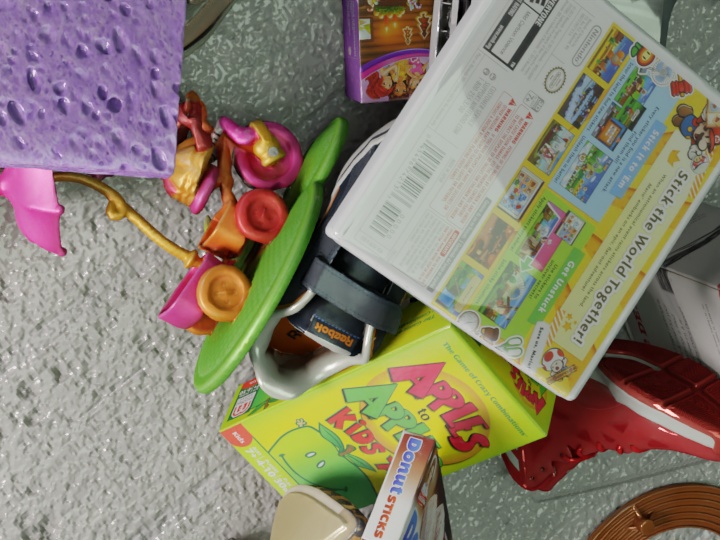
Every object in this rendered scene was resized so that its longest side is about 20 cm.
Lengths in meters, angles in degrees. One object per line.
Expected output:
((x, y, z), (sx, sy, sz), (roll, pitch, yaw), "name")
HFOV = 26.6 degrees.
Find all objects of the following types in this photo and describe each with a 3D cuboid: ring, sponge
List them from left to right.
((-0.199, -0.113, 0.854), (0.198, 0.030, 0.112), (3, 85, -13), "sponge")
((0.246, 0.263, 1.183), (0.199, 0.019, 0.202), (-4, 104, -18), "ring")

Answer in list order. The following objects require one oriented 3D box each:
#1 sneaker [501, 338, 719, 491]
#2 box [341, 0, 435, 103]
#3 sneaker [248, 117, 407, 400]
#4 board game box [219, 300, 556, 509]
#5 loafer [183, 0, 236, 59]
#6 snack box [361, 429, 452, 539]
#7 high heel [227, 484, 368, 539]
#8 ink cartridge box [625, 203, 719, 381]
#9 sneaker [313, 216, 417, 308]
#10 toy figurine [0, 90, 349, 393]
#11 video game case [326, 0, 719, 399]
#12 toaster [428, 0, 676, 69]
((0.171, 0.110, 1.044), (0.078, 0.199, 0.116), (-14, 121, -41), "sneaker")
((0.086, -0.188, 1.010), (0.199, 0.039, 0.138), (-7, 106, -17), "box")
((0.000, 0.000, 0.920), (0.078, 0.080, 0.200), (27, 119, -15), "sneaker")
((0.016, 0.090, 0.987), (0.199, 0.048, 0.102), (-27, 116, 34), "board game box")
((-0.097, -0.191, 0.926), (0.200, 0.072, 0.063), (-38, 147, -13), "loafer")
((0.033, 0.172, 0.970), (0.024, 0.200, 0.072), (17, 65, 15), "snack box")
((0.001, 0.199, 1.005), (0.142, 0.200, 0.072), (24, 63, -19), "high heel")
((0.265, 0.043, 1.040), (0.083, 0.200, 0.147), (-29, 111, -13), "ink cartridge box")
((0.042, 0.040, 1.027), (0.072, 0.083, 0.200), (-40, 111, -6), "sneaker")
((-0.127, -0.056, 0.939), (0.183, 0.150, 0.201), (30, 70, -13), "toy figurine")
((0.106, -0.056, 0.883), (0.182, 0.023, 0.201), (34, 87, -18), "video game case")
((0.116, -0.127, 0.956), (0.128, 0.114, 0.201), (0, 107, -15), "toaster")
